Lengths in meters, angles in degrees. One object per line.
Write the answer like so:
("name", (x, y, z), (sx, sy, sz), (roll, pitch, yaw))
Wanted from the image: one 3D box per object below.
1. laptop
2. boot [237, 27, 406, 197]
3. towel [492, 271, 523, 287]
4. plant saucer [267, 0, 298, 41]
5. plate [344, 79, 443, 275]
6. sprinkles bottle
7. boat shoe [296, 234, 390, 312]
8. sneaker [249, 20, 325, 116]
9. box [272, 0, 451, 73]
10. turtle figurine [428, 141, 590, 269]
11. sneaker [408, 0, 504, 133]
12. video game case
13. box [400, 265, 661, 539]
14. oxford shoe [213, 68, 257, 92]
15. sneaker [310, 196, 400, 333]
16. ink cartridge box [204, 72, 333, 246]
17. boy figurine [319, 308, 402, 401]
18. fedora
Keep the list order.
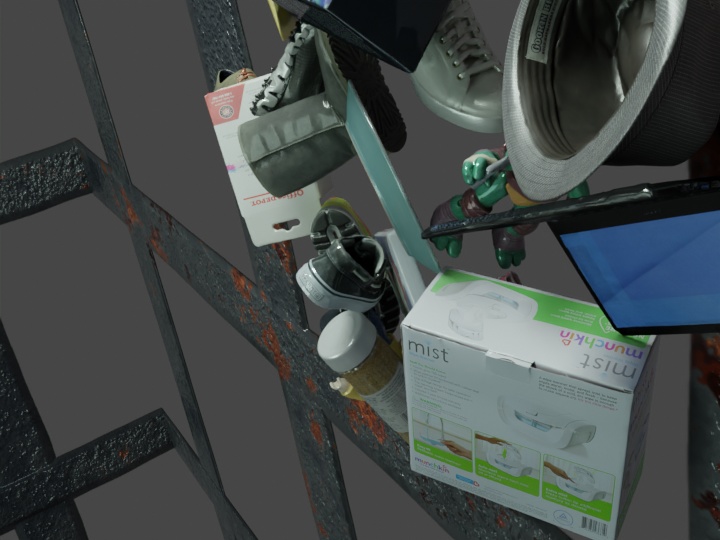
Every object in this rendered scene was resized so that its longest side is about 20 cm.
("laptop", (0.171, 0.004, 0.561), (0.175, 0.197, 0.106), (-9, 90, 51))
("boot", (-0.060, -0.180, 0.975), (0.197, 0.072, 0.185), (-6, 113, 45))
("towel", (0.140, 0.092, 0.932), (0.149, 0.029, 0.200), (66, 157, 6))
("plant saucer", (-0.102, -0.367, 0.959), (0.200, 0.047, 0.204), (-119, 8, -84))
("plate", (0.025, -0.080, 0.829), (0.200, 0.025, 0.203), (-89, -26, -82))
("sprinkles bottle", (0.032, 0.133, 1.038), (0.200, 0.068, 0.068), (49, 167, -31))
("boat shoe", (0.000, 0.000, 0.960), (0.073, 0.071, 0.200), (53, -164, 6))
("sneaker", (-0.048, -0.233, 1.009), (0.089, 0.067, 0.201), (28, 134, -13))
("box", (-0.007, -0.277, 0.735), (0.199, 0.106, 0.150), (38, 101, 47))
("turtle figurine", (0.141, -0.064, 0.711), (0.148, 0.102, 0.200), (28, 153, -11))
("sneaker", (0.071, -0.200, 0.760), (0.201, 0.072, 0.086), (54, 156, 32))
("video game case", (0.064, 0.051, 0.990), (0.182, 0.023, 0.204), (-150, 40, -86))
("box", (0.141, 0.113, 0.763), (0.196, 0.097, 0.180), (14, 129, 27))
("oxford shoe", (-0.160, -0.240, 1.236), (0.199, 0.069, 0.077), (23, 123, 53))
("sneaker", (0.000, -0.006, 1.114), (0.091, 0.076, 0.203), (-89, -19, -61))
("ink cartridge box", (-0.109, -0.144, 1.139), (0.068, 0.114, 0.204), (-51, -52, -66))
("boy figurine", (0.022, 0.125, 1.109), (0.202, 0.123, 0.065), (58, -172, -30))
("fedora", (0.164, -0.129, 0.547), (0.178, 0.088, 0.203), (123, 152, -42))
